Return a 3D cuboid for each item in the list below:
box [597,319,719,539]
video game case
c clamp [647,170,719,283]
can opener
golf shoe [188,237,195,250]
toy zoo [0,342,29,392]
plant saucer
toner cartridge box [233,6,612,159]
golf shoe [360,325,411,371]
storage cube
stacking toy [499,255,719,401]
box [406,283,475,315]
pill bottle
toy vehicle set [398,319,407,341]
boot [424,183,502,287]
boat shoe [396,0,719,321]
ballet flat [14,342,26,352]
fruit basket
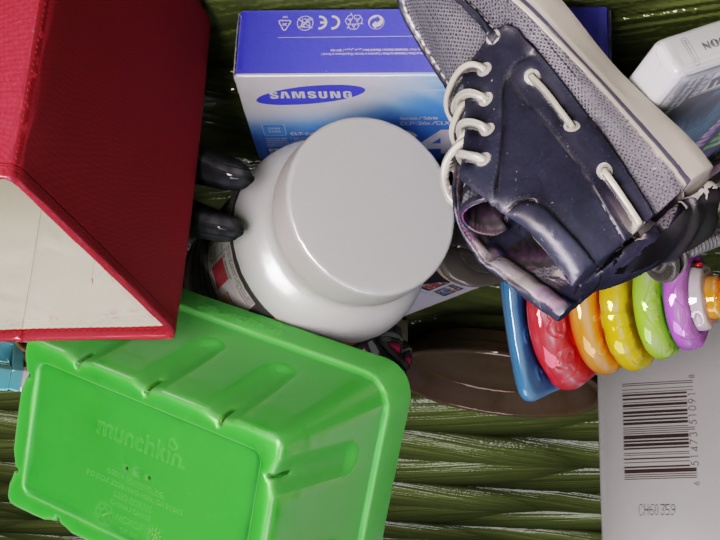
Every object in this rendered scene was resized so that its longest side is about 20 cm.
[{"bbox_3d":[0.307,0.149,1.057,0.197,0.202,0.131,-6,157,20],"label":"box"},{"bbox_3d":[0.185,-0.077,0.651,0.180,0.024,0.200,-21,162,-22],"label":"video game case"},{"bbox_3d":[0.242,-0.038,0.755,0.198,0.027,0.171,-17,158,-32],"label":"c clamp"},{"bbox_3d":[-0.116,-0.051,0.712,0.078,0.064,0.199,-3,-161,-35],"label":"can opener"},{"bbox_3d":[-0.178,-0.025,0.860,0.087,0.078,0.200,4,157,38],"label":"golf shoe"},{"bbox_3d":[-0.290,0.067,1.054,0.197,0.021,0.131,10,-165,-17],"label":"toy zoo"},{"bbox_3d":[0.124,0.093,1.140,0.197,0.030,0.200,9,160,3],"label":"plant saucer"},{"bbox_3d":[0.035,-0.101,0.694,0.197,0.044,0.095,0,156,5],"label":"toner cartridge box"},{"bbox_3d":[-0.022,0.067,0.927,0.076,0.089,0.199,-12,152,31],"label":"golf shoe"},{"bbox_3d":[-0.181,-0.080,0.582,0.168,0.182,0.200,-2,158,13],"label":"storage cube"},{"bbox_3d":[0.199,0.022,0.848,0.198,0.112,0.116,-7,-178,33],"label":"stacking toy"},{"bbox_3d":[0.000,0.000,0.943,0.118,0.042,0.199,19,154,-34],"label":"box"},{"bbox_3d":[-0.029,-0.006,0.720,0.115,0.118,0.200,10,161,-19],"label":"pill bottle"},{"bbox_3d":[-0.072,0.060,1.108,0.197,0.027,0.124,10,156,-17],"label":"toy vehicle set"},{"bbox_3d":[0.099,-0.034,0.800,0.198,0.074,0.150,-20,-173,-26],"label":"boot"},{"bbox_3d":[0.062,-0.069,0.563,0.092,0.200,0.075,-33,155,-25],"label":"boat shoe"},{"bbox_3d":[-0.253,0.014,0.956,0.067,0.073,0.200,6,157,-11],"label":"ballet flat"},{"bbox_3d":[-0.065,0.095,0.693,0.212,0.158,0.216,10,-167,-2],"label":"fruit basket"}]
